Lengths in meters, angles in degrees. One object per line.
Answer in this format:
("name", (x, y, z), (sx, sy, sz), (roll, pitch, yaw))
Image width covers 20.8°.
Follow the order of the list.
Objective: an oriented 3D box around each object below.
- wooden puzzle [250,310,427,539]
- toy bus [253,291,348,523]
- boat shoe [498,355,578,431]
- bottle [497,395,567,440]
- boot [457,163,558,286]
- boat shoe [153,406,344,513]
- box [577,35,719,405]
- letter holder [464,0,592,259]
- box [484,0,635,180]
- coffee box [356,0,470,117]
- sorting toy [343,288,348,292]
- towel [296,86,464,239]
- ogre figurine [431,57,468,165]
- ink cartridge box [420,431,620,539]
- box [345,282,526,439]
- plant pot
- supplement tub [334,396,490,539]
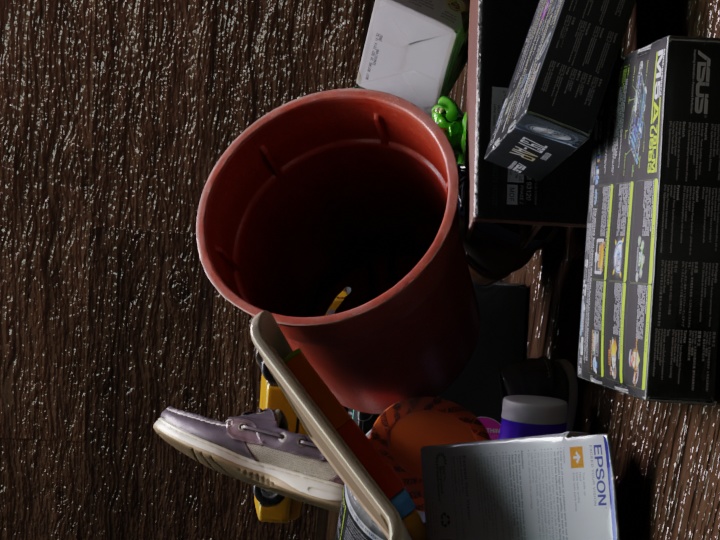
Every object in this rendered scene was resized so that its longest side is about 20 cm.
("wooden puzzle", (-0.003, 0.135, 1.375), (0.201, 0.037, 0.185), (56, 175, 26))
("toy bus", (-0.054, 0.119, 1.727), (0.065, 0.077, 0.202), (-134, 48, -78))
("boat shoe", (0.123, 0.161, 1.478), (0.067, 0.056, 0.202), (-132, 45, -69))
("bottle", (0.118, 0.191, 1.395), (0.065, 0.083, 0.202), (-159, 72, -75))
("boot", (0.070, -0.073, 1.567), (0.097, 0.200, 0.075), (-25, 31, 54))
("boat shoe", (-0.079, 0.150, 1.660), (0.065, 0.198, 0.072), (-67, -20, -13))
("box", (0.171, -0.029, 1.148), (0.193, 0.047, 0.202), (-179, 93, -83))
("letter holder", (0.125, -0.118, 1.425), (0.142, 0.099, 0.202), (108, 164, -79))
("box", (0.141, -0.169, 1.250), (0.160, 0.043, 0.202), (128, 162, -81))
("coffee box", (0.078, -0.246, 1.695), (0.113, 0.079, 0.201), (105, -168, -53))
("sorting toy", (0.038, 0.094, 1.815), (0.036, 0.183, 0.202), (177, 95, -69))
("towel", (0.043, -0.107, 1.689), (0.023, 0.153, 0.199), (-49, -16, 33))
("ogre figurine", (0.116, -0.138, 1.623), (0.200, 0.097, 0.121), (-39, 29, 64))
("ink cartridge box", (0.119, 0.209, 1.289), (0.199, 0.040, 0.202), (-11, 81, 54))
("box", (0.060, 0.107, 1.727), (0.124, 0.147, 0.202), (165, 109, -81))
("plant pot", (0.000, 0.000, 1.491), (0.196, 0.199, 0.202), (62, -156, -55))
("supplement tub", (0.043, 0.198, 1.544), (0.201, 0.121, 0.123), (99, 173, -48))
